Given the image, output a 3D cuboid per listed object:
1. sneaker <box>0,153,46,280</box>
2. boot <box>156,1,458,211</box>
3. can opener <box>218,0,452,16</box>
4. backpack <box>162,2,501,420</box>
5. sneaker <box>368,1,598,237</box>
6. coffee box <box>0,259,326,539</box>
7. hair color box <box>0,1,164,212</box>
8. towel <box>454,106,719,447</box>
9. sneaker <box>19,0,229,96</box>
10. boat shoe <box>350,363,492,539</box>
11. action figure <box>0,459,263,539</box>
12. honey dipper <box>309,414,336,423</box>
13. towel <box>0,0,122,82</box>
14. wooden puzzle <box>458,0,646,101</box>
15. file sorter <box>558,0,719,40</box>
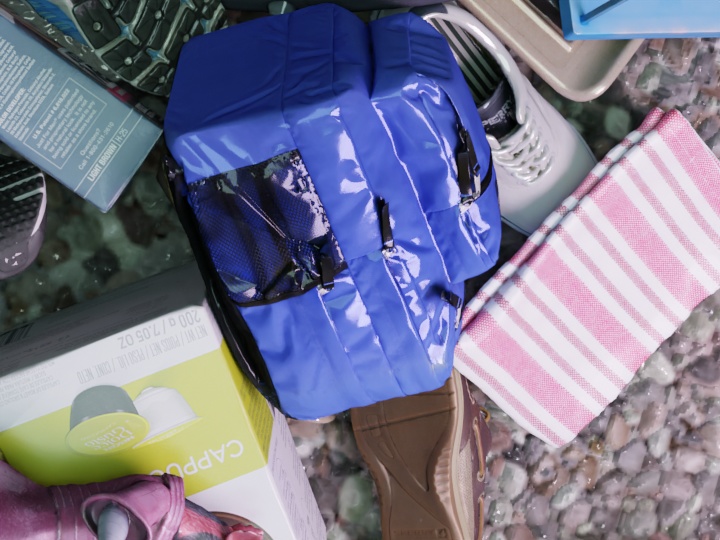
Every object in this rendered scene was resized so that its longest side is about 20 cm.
[{"bbox_3d":[-0.222,-0.025,1.022,0.074,0.200,0.080,-17,113,-21],"label":"sneaker"},{"bbox_3d":[-0.036,-0.115,1.078,0.200,0.064,0.187,-12,99,1],"label":"boot"},{"bbox_3d":[-0.018,-0.168,1.000,0.200,0.079,0.063,12,93,33],"label":"can opener"},{"bbox_3d":[-0.007,-0.024,0.965,0.168,0.163,0.200,-11,118,11],"label":"backpack"},{"bbox_3d":[0.078,-0.080,1.034,0.073,0.071,0.200,-44,113,6],"label":"sneaker"},{"bbox_3d":[-0.141,0.126,1.034,0.200,0.200,0.198,-20,99,1],"label":"coffee box"},{"bbox_3d":[-0.206,-0.116,1.013,0.200,0.100,0.061,35,92,-8],"label":"hair color box"},{"bbox_3d":[0.150,0.010,1.081,0.200,0.030,0.146,-47,134,3],"label":"towel"},{"bbox_3d":[-0.160,-0.173,1.022,0.200,0.090,0.078,35,90,-28],"label":"sneaker"},{"bbox_3d":[0.045,0.106,1.112,0.072,0.072,0.200,-4,103,26],"label":"boat shoe"},{"bbox_3d":[-0.148,0.134,0.903,0.200,0.134,0.149,-4,56,-15],"label":"action figure"},{"bbox_3d":[0.000,0.000,1.081,0.038,0.038,0.200,19,113,-6],"label":"honey dipper"},{"bbox_3d":[-0.190,-0.172,1.074,0.200,0.034,0.133,-11,99,-2],"label":"towel"},{"bbox_3d":[0.110,-0.226,1.050,0.200,0.037,0.185,39,71,-6],"label":"wooden puzzle"},{"bbox_3d":[0.189,-0.242,1.001,0.139,0.123,0.200,-4,83,-23],"label":"file sorter"}]
